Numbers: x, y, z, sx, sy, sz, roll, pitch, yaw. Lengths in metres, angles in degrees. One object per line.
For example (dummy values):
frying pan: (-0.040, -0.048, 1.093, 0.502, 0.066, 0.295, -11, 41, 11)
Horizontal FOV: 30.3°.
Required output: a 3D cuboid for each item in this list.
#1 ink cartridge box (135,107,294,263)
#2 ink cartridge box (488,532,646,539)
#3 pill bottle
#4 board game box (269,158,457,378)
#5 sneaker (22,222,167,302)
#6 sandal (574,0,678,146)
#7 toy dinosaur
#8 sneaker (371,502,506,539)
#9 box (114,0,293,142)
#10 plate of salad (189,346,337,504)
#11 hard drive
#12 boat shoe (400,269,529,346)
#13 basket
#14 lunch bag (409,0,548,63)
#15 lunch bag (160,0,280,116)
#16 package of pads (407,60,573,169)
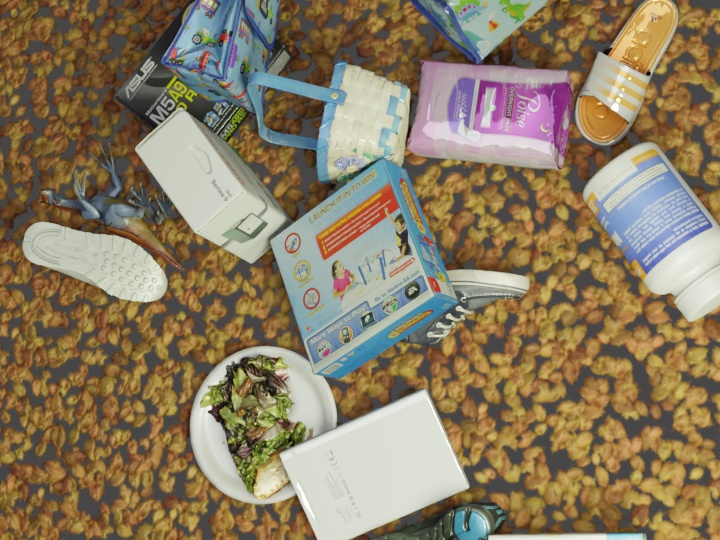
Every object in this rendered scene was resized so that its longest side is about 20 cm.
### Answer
ink cartridge box: (-0.182, -0.105, 1.688, 0.084, 0.200, 0.146, -40, 72, 5)
ink cartridge box: (0.228, 0.365, 1.525, 0.198, 0.129, 0.126, -3, 78, 13)
pill bottle: (0.363, -0.043, 1.580, 0.112, 0.112, 0.201, -35, 72, 6)
board game box: (0.000, 0.000, 1.647, 0.199, 0.056, 0.197, -34, 61, 27)
sneaker: (-0.351, -0.013, 1.786, 0.199, 0.081, 0.077, 23, 82, -2)
sandal: (0.329, -0.258, 1.659, 0.079, 0.059, 0.208, 26, 87, 18)
toy dinosaur: (-0.350, -0.076, 1.791, 0.180, 0.105, 0.202, -14, 88, 33)
sneaker: (0.088, 0.334, 1.602, 0.199, 0.082, 0.074, -26, 81, 28)
box: (-0.213, -0.263, 1.810, 0.160, 0.044, 0.200, 39, 90, 17)
plate of salad: (-0.128, 0.195, 1.695, 0.198, 0.048, 0.202, -3, 79, 15)
hard drive: (0.017, 0.245, 1.639, 0.199, 0.025, 0.133, -24, 92, 8)
boat shoe: (0.112, 0.048, 1.654, 0.199, 0.075, 0.094, 0, 83, 24)
basket: (-0.040, -0.189, 1.682, 0.199, 0.176, 0.140, 15, 75, 8)
lunch bag: (0.143, -0.390, 1.698, 0.170, 0.128, 0.200, -38, 41, 0)
lunch bag: (-0.158, -0.322, 1.705, 0.093, 0.151, 0.201, 17, 84, 16)
package of pads: (0.164, -0.196, 1.682, 0.198, 0.076, 0.122, 7, 84, 16)
